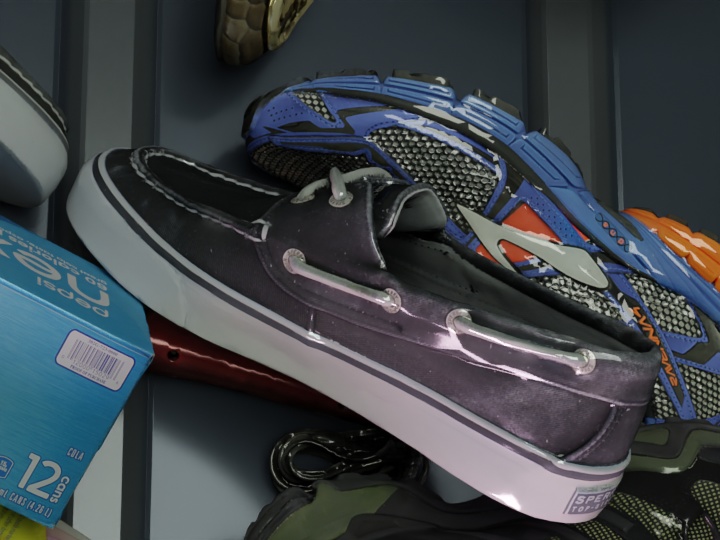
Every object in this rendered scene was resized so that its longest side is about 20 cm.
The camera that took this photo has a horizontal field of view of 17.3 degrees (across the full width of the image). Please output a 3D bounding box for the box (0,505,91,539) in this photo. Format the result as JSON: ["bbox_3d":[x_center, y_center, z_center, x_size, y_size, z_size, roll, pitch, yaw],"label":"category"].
[{"bbox_3d":[-0.102,0.117,0.684,0.199,0.117,0.049,33,112,-3],"label":"box"}]

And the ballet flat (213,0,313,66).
[{"bbox_3d":[-0.006,-0.155,0.815,0.046,0.067,0.201,19,64,0],"label":"ballet flat"}]

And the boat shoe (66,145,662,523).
[{"bbox_3d":[0.000,0.000,0.725,0.199,0.068,0.072,30,24,21],"label":"boat shoe"}]

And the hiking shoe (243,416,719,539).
[{"bbox_3d":[0.065,0.110,0.733,0.198,0.076,0.101,-9,45,-12],"label":"hiking shoe"}]

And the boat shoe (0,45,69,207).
[{"bbox_3d":[-0.165,-0.101,0.752,0.200,0.069,0.057,39,68,0],"label":"boat shoe"}]

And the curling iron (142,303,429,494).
[{"bbox_3d":[-0.069,0.032,0.762,0.199,0.026,0.050,25,72,-7],"label":"curling iron"}]

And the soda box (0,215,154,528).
[{"bbox_3d":[-0.163,-0.004,0.692,0.199,0.068,0.064,29,101,-16],"label":"soda box"}]

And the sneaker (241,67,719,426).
[{"bbox_3d":[0.047,-0.001,0.781,0.199,0.075,0.079,29,72,-4],"label":"sneaker"}]
